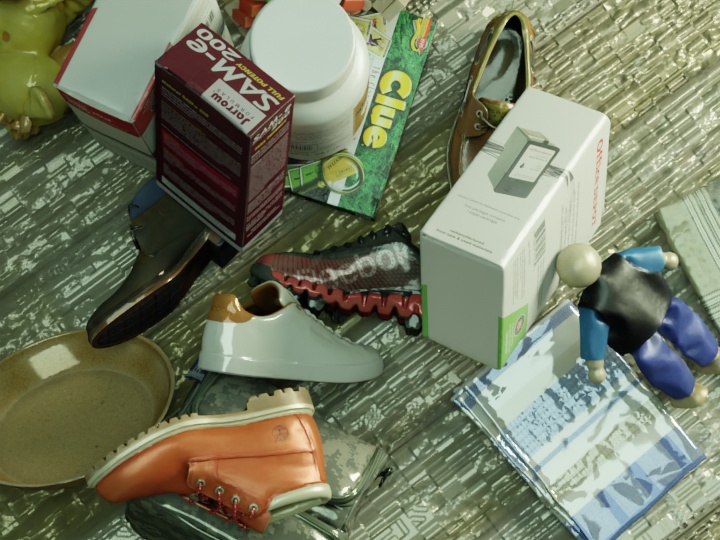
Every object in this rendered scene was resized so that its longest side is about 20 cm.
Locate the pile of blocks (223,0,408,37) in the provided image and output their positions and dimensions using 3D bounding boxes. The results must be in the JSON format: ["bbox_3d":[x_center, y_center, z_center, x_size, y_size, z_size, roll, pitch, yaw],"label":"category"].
[{"bbox_3d":[-0.041,-0.261,1.697,0.200,0.062,0.082,-6,118,15],"label":"pile of blocks"}]

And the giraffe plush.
[{"bbox_3d":[-0.298,-0.208,1.686,0.200,0.173,0.162,-17,89,6],"label":"giraffe plush"}]

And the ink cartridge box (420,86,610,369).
[{"bbox_3d":[0.136,-0.038,1.618,0.084,0.146,0.200,23,55,21],"label":"ink cartridge box"}]

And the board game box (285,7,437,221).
[{"bbox_3d":[-0.005,-0.155,1.738,0.105,0.023,0.200,17,81,1],"label":"board game box"}]

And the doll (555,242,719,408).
[{"bbox_3d":[0.243,0.046,1.641,0.200,0.048,0.136,42,80,-28],"label":"doll"}]

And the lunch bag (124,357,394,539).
[{"bbox_3d":[-0.091,0.186,1.630,0.200,0.139,0.168,29,65,4],"label":"lunch bag"}]

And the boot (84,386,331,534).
[{"bbox_3d":[-0.121,0.171,1.517,0.200,0.075,0.107,-14,73,-16],"label":"boot"}]

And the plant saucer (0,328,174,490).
[{"bbox_3d":[-0.258,0.130,1.639,0.200,0.035,0.200,-9,39,7],"label":"plant saucer"}]

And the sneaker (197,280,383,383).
[{"bbox_3d":[-0.052,0.055,1.629,0.073,0.200,0.085,4,88,45],"label":"sneaker"}]

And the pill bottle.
[{"bbox_3d":[-0.049,-0.174,1.628,0.114,0.200,0.114,0,80,0],"label":"pill bottle"}]

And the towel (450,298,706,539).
[{"bbox_3d":[0.198,0.142,1.689,0.147,0.024,0.200,-41,85,-8],"label":"towel"}]

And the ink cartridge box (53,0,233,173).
[{"bbox_3d":[-0.189,-0.183,1.653,0.083,0.200,0.147,25,81,7],"label":"ink cartridge box"}]

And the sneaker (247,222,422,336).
[{"bbox_3d":[0.000,0.000,1.688,0.200,0.071,0.098,9,81,-1],"label":"sneaker"}]

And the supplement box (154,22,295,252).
[{"bbox_3d":[-0.119,-0.111,1.593,0.109,0.200,0.061,39,66,13],"label":"supplement box"}]

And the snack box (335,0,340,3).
[{"bbox_3d":[-0.031,-0.352,1.646,0.142,0.053,0.200,37,98,17],"label":"snack box"}]

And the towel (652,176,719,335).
[{"bbox_3d":[0.397,-0.013,1.715,0.192,0.035,0.200,-26,84,-1],"label":"towel"}]

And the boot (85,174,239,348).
[{"bbox_3d":[-0.193,-0.016,1.688,0.200,0.075,0.097,-40,73,-24],"label":"boot"}]

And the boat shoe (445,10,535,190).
[{"bbox_3d":[0.120,-0.143,1.712,0.072,0.068,0.200,6,82,-1],"label":"boat shoe"}]
